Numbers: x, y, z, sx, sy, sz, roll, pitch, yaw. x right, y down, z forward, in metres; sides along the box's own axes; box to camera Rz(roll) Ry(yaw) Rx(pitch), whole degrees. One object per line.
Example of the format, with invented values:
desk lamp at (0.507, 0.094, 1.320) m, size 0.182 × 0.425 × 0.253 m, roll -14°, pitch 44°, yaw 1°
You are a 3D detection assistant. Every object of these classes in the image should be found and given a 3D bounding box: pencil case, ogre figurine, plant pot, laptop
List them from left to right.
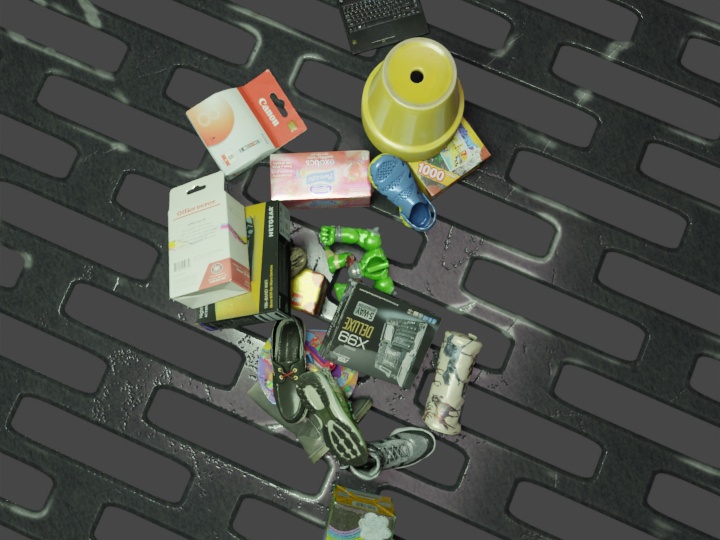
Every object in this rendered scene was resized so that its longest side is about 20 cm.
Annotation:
ogre figurine at (0.000, 0.000, 1.194) m, size 0.119 × 0.098 × 0.202 m, roll -15°, pitch 81°, yaw 5°
laptop at (0.038, -0.585, 1.247) m, size 0.176 × 0.103 × 0.202 m, roll -16°, pitch 85°, yaw -1°
plant pot at (0.099, -0.323, 1.101) m, size 0.199 × 0.189 × 0.203 m, roll 0°, pitch 84°, yaw 1°
pencil case at (0.183, 0.218, 1.183) m, size 0.077 × 0.089 × 0.202 m, roll 13°, pitch 83°, yaw 30°

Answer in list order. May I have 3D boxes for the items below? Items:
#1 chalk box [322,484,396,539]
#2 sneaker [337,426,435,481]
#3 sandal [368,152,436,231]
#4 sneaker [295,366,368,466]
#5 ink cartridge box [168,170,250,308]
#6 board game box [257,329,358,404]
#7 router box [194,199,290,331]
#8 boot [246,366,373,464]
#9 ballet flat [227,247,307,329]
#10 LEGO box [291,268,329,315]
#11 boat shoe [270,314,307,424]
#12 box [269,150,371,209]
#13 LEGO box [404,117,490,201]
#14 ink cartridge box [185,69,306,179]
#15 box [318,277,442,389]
chalk box at (-0.015, 0.532, 1.130) m, size 0.124 × 0.124 × 0.202 m, roll 14°, pitch 86°, yaw 1°
sneaker at (0.052, 0.356, 1.150) m, size 0.198 × 0.114 × 0.076 m, roll -11°, pitch 85°, yaw -1°
sandal at (0.090, -0.146, 1.163) m, size 0.079 × 0.087 × 0.200 m, roll -43°, pitch 125°, yaw 4°
sneaker at (-0.034, 0.259, 1.093) m, size 0.077 × 0.089 × 0.201 m, roll -26°, pitch 93°, yaw 31°
ink cartridge box at (-0.252, -0.052, 0.993) m, size 0.115 × 0.067 × 0.202 m, roll -15°, pitch 67°, yaw 16°
board game box at (-0.100, 0.180, 1.167) m, size 0.198 × 0.039 × 0.159 m, roll 4°, pitch 60°, yaw -7°
router box at (-0.199, -0.008, 1.024) m, size 0.156 × 0.052 × 0.202 m, roll -11°, pitch 67°, yaw 17°
boot at (-0.099, 0.255, 1.191) m, size 0.181 × 0.073 × 0.200 m, roll -39°, pitch 76°, yaw -11°
ballet flat at (-0.175, 0.029, 1.051) m, size 0.199 × 0.046 × 0.068 m, roll -38°, pitch 84°, yaw -2°
LEGO box at (-0.168, 0.022, 1.158) m, size 0.198 × 0.149 × 0.078 m, roll 17°, pitch 85°, yaw 2°
boat shoe at (-0.135, 0.181, 1.115) m, size 0.073 × 0.063 × 0.203 m, roll -5°, pitch 74°, yaw 9°
box at (-0.077, -0.180, 1.209) m, size 0.198 × 0.103 × 0.096 m, roll -2°, pitch 84°, yaw -1°
LEGO box at (0.145, -0.265, 1.229) m, size 0.148 × 0.077 × 0.201 m, roll -36°, pitch 85°, yaw -3°
ink cartridge box at (-0.236, -0.309, 1.249) m, size 0.199 × 0.050 × 0.163 m, roll -34°, pitch 85°, yaw 0°
box at (0.038, 0.124, 1.160) m, size 0.199 × 0.050 × 0.159 m, roll 24°, pitch 93°, yaw -21°
